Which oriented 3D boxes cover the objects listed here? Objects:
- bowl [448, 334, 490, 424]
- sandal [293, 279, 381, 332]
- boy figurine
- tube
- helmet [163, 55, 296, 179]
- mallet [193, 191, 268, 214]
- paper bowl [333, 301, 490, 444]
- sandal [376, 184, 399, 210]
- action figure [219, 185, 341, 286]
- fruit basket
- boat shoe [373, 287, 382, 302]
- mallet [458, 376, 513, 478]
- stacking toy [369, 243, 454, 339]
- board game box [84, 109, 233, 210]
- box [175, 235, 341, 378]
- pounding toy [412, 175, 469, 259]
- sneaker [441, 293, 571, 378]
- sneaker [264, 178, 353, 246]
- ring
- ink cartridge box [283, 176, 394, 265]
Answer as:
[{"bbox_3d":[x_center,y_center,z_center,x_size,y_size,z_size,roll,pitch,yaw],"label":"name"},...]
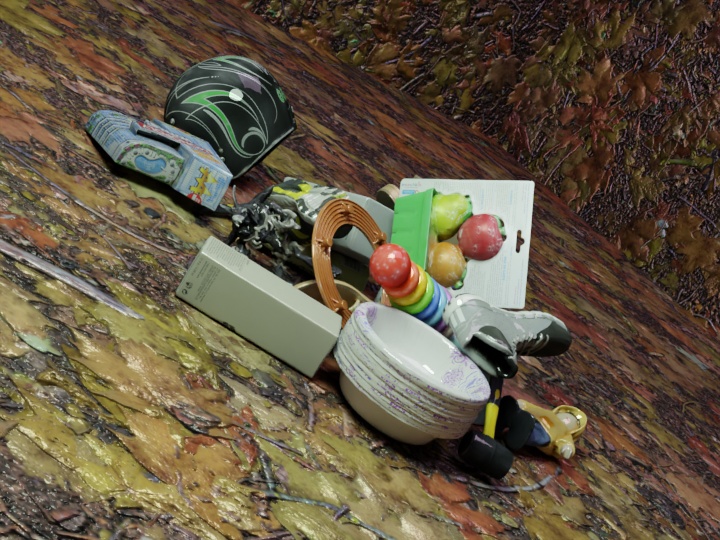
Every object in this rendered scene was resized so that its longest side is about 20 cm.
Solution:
[{"bbox_3d":[0.134,0.116,1.769,0.200,0.106,0.201,31,16,-10],"label":"bowl"},{"bbox_3d":[-0.012,0.073,1.660,0.211,0.078,0.070,20,35,-47],"label":"sandal"},{"bbox_3d":[0.268,0.228,1.783,0.199,0.065,0.124,13,24,-50],"label":"boy figurine"},{"bbox_3d":[-0.082,-0.022,1.860,0.198,0.058,0.052,26,56,-19],"label":"tube"},{"bbox_3d":[-0.222,-0.259,2.048,0.191,0.200,0.200,50,14,-5],"label":"helmet"},{"bbox_3d":[-0.176,-0.087,1.881,0.066,0.041,0.199,36,19,20],"label":"mallet"},{"bbox_3d":[0.054,0.137,1.538,0.199,0.105,0.201,32,16,-10],"label":"paper bowl"},{"bbox_3d":[0.100,-0.047,1.961,0.077,0.069,0.213,1,-60,59],"label":"sandal"},{"bbox_3d":[-0.122,-0.036,1.688,0.200,0.119,0.102,42,10,7],"label":"action figure"},{"bbox_3d":[0.143,-0.039,1.762,0.197,0.188,0.094,3,-13,11],"label":"fruit basket"},{"bbox_3d":[0.065,0.050,1.886,0.071,0.073,0.200,32,13,10],"label":"boat shoe"},{"bbox_3d":[0.180,0.190,1.618,0.066,0.041,0.201,37,37,-6],"label":"mallet"},{"bbox_3d":[0.063,0.024,1.631,0.085,0.085,0.200,45,-3,36],"label":"stacking toy"},{"bbox_3d":[-0.278,-0.165,1.807,0.199,0.062,0.200,22,11,-38],"label":"board game box"},{"bbox_3d":[-0.123,0.044,1.524,0.199,0.069,0.082,33,15,-6],"label":"box"},{"bbox_3d":[0.107,-0.061,2.097,0.141,0.185,0.200,26,17,-24],"label":"pounding toy"},{"bbox_3d":[0.203,0.106,1.633,0.198,0.075,0.116,14,33,-23],"label":"sneaker"},{"bbox_3d":[-0.063,-0.073,1.763,0.074,0.085,0.200,-26,28,-21],"label":"sneaker"},{"bbox_3d":[0.000,0.000,1.650,0.200,0.019,0.203,32,50,-49],"label":"ring"},{"bbox_3d":[-0.021,-0.067,1.882,0.146,0.084,0.199,25,-4,-43],"label":"ink cartridge box"}]
